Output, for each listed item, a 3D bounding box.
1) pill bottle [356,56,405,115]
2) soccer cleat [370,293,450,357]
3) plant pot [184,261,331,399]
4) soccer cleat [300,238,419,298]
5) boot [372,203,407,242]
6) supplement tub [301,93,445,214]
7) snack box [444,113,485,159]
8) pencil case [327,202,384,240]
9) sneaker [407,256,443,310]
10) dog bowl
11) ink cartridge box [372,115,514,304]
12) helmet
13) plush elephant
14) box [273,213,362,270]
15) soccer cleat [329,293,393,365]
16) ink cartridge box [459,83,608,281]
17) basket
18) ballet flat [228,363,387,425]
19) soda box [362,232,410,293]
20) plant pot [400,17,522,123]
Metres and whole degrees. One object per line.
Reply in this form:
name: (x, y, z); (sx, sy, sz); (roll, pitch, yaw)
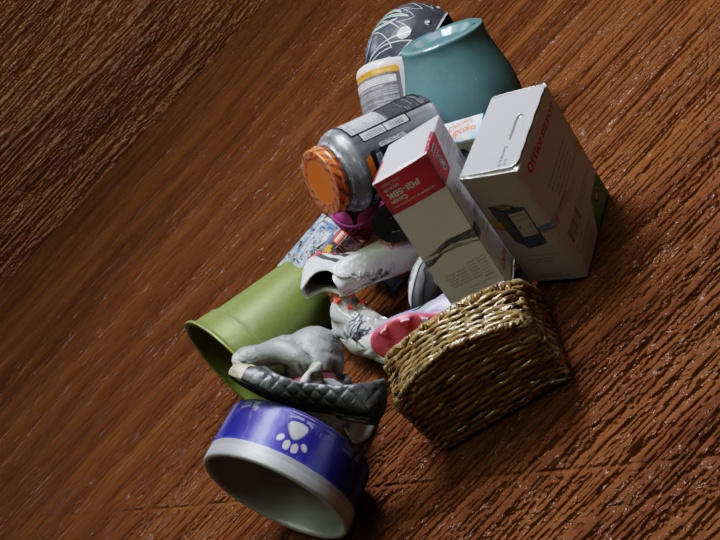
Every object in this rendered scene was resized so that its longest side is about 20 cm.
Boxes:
pill bottle: (0.062, -0.249, 1.436); (0.115, 0.115, 0.204); (-11, 86, 45)
soccer cleat: (0.107, 0.062, 1.128); (0.198, 0.067, 0.077); (-25, 13, 8)
plant pot: (-0.143, 0.091, 1.339); (0.190, 0.201, 0.199); (-46, 28, -22)
soccer cleat: (0.000, 0.000, 1.237); (0.197, 0.069, 0.086); (-8, 37, 25)
boot: (0.124, -0.107, 1.210); (0.197, 0.079, 0.139); (-6, 20, 18)
supplement tub: (0.022, -0.164, 1.211); (0.198, 0.124, 0.122); (-29, 23, -24)
snack box: (0.186, -0.153, 1.168); (0.115, 0.198, 0.038); (-7, 70, 47)
pencil case: (0.006, -0.100, 1.355); (0.092, 0.092, 0.200); (-7, -2, 10)
sneaker: (0.140, -0.014, 1.189); (0.087, 0.076, 0.202); (6, 58, 48)
dog bowl: (-0.090, 0.248, 1.047); (0.198, 0.200, 0.079); (-11, 42, 45)
ink cartridge box: (0.109, -0.071, 1.059); (0.082, 0.201, 0.147); (-27, 18, 23)
helmet: (0.101, -0.395, 1.565); (0.199, 0.191, 0.202); (-33, 32, 24)
plush elephant: (-0.062, 0.165, 1.143); (0.199, 0.164, 0.156); (-33, 36, 29)
box: (-0.097, -0.001, 1.509); (0.200, 0.040, 0.137); (-49, 29, -3)
soccer cleat: (0.024, 0.102, 1.218); (0.069, 0.079, 0.199); (-21, 37, -30)
ink cartridge box: (0.222, -0.106, 1.053); (0.087, 0.200, 0.147); (-5, 49, 39)
basket: (0.126, 0.087, 1.015); (0.199, 0.143, 0.150); (-34, 33, 20)
ballet flat: (-0.063, 0.140, 1.014); (0.197, 0.067, 0.058); (12, 77, 9)
soda box: (0.080, -0.066, 1.335); (0.201, 0.063, 0.068); (-52, 30, -7)
plant pot: (0.152, -0.274, 1.301); (0.197, 0.190, 0.201); (-21, 22, 9)
